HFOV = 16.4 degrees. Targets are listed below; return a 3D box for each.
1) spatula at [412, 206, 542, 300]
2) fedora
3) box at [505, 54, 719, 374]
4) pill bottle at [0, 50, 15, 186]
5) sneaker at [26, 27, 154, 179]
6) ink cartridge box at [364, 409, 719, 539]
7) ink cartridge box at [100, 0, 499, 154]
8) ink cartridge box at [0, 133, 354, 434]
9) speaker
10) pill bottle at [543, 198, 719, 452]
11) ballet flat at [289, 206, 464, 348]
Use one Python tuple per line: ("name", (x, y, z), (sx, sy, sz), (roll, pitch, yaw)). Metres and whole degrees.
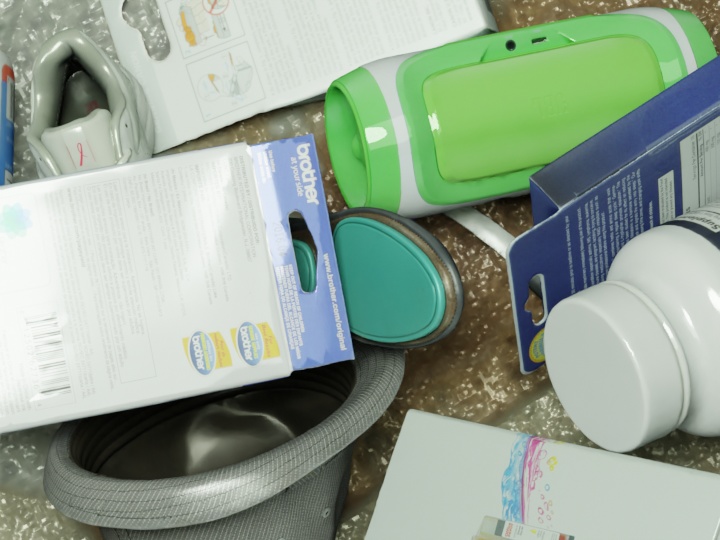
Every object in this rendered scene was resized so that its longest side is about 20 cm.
("spatula", (0.072, -0.017, 1.349), (0.200, 0.021, 0.057), (41, 77, 4))
("fedora", (-0.062, 0.103, 1.271), (0.177, 0.200, 0.091), (4, 118, 35))
("box", (0.151, -0.038, 1.294), (0.200, 0.121, 0.032), (-33, 56, -16))
("pill bottle", (-0.236, -0.015, 1.292), (0.112, 0.112, 0.201), (1, 79, -2))
("sneaker", (-0.135, -0.035, 1.288), (0.078, 0.099, 0.200), (-22, 67, 1))
("ink cartridge box", (0.113, 0.168, 1.214), (0.200, 0.145, 0.145), (11, 77, 42))
("ink cartridge box", (-0.042, -0.167, 1.370), (0.200, 0.047, 0.160), (-20, 82, 11))
("ink cartridge box", (-0.111, 0.007, 1.232), (0.199, 0.042, 0.120), (-11, 89, -5))
("speaker", (0.086, -0.083, 1.316), (0.199, 0.088, 0.089), (-12, 81, -15))
("pill bottle", (0.195, 0.018, 1.273), (0.200, 0.111, 0.111), (-23, 81, -27))
("ballet flat", (0.000, 0.000, 1.273), (0.073, 0.200, 0.073), (-3, 95, -40))
